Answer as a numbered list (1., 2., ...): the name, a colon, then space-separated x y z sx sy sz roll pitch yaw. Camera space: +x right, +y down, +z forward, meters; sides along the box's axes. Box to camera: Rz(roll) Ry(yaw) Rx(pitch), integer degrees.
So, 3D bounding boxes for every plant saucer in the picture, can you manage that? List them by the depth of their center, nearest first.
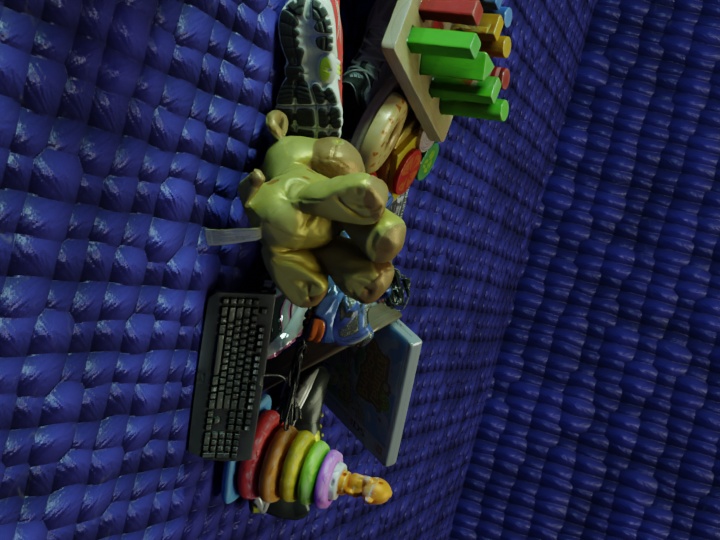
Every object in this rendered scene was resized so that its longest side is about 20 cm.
1. plant saucer: -0.044 0.089 1.770 0.030 0.199 0.200 62 17 2

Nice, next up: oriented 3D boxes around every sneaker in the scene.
1. sneaker: -0.043 -0.212 1.590 0.085 0.076 0.201 -64 164 -53
2. sneaker: 0.000 0.000 1.643 0.075 0.078 0.201 132 -20 -65
3. sneaker: -0.094 0.029 1.673 0.200 0.087 0.080 -46 -167 -33
4. sneaker: 0.020 -0.245 1.787 0.115 0.075 0.202 -27 133 -74
5. sneaker: -0.073 0.217 1.880 0.201 0.084 0.074 -68 -167 -4

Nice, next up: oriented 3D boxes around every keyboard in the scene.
1. keyboard: -0.113 0.114 1.603 0.021 0.126 0.202 -130 -136 -56

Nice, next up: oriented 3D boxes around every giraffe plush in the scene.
1. giraffe plush: -0.052 -0.075 1.554 0.163 0.198 0.173 -85 -173 -52

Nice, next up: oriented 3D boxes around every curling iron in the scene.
1. curling iron: -0.003 -0.036 1.798 0.050 0.201 0.026 -40 -167 -21

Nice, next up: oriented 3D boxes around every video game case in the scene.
1. video game case: 0.001 0.120 1.916 0.022 0.182 0.201 -16 132 -34

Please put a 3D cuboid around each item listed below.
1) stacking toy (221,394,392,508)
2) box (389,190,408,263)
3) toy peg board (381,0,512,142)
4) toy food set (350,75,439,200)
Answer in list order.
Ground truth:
1. stacking toy: -0.057 0.235 1.756 0.116 0.198 0.111 -50 152 -60
2. box: 0.008 -0.033 2.027 0.158 0.049 0.202 -30 134 -71
3. toy peg board: 0.126 -0.279 1.735 0.200 0.097 0.200 -70 153 -21
4. toy food set: 0.045 -0.158 1.813 0.198 0.048 0.201 -48 156 -37
